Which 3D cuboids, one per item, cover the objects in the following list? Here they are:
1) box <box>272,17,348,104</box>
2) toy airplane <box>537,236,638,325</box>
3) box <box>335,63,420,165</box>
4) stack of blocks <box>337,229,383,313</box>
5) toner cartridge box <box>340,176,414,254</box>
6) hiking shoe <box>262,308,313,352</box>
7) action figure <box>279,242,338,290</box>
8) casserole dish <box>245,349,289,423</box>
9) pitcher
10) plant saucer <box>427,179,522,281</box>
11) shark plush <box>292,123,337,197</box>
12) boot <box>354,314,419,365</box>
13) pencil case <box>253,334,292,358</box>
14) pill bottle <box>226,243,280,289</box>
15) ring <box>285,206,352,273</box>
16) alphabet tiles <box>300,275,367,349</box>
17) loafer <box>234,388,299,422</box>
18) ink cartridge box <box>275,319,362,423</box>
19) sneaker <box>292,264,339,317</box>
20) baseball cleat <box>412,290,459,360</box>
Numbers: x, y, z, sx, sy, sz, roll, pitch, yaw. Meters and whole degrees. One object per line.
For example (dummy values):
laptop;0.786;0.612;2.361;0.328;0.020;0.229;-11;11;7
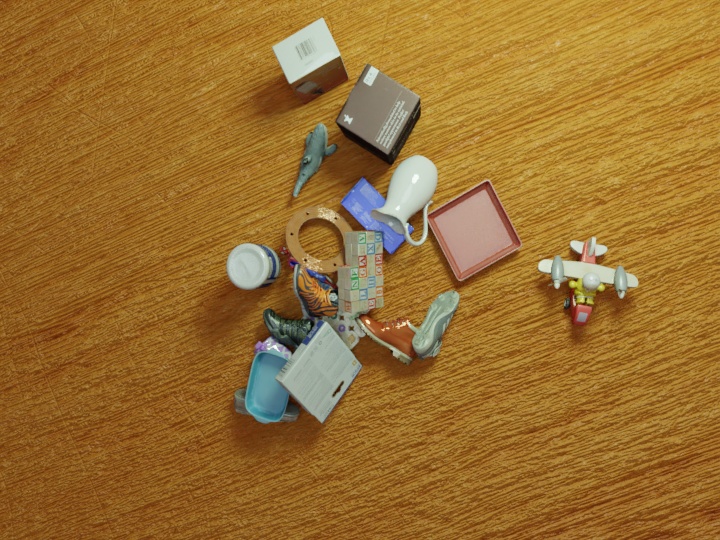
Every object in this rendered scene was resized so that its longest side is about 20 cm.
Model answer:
box;-0.125;-0.542;1.658;0.150;0.200;0.108;-28;87;6
toy airplane;0.586;0.014;1.627;0.198;0.141;0.202;-35;87;6
box;0.051;-0.397;1.644;0.162;0.200;0.168;32;95;4
stack of blocks;0.000;0.000;1.668;0.058;0.113;0.206;9;103;50
toner cartridge box;0.047;-0.149;1.728;0.095;0.043;0.200;-45;87;4
hiking shoe;-0.177;0.159;1.742;0.199;0.076;0.101;41;102;-6
action figure;-0.147;-0.017;1.719;0.197;0.099;0.066;29;93;16
casserole dish;-0.240;0.306;1.693;0.118;0.039;0.206;15;101;10
pitcher;0.139;-0.183;1.672;0.171;0.120;0.203;39;71;-21
plant saucer;0.304;-0.107;1.706;0.197;0.037;0.203;-29;88;5
shark plush;-0.148;-0.303;1.724;0.090;0.083;0.202;37;95;4
boot;0.079;0.159;1.715;0.197;0.075;0.109;33;91;-11
pencil case;-0.208;0.270;1.744;0.200;0.085;0.084;46;108;4
pill bottle;-0.277;-0.010;1.687;0.112;0.200;0.120;0;90;5
ring;-0.108;-0.082;1.707;0.195;0.019;0.205;9;59;-16
alphabet tiles;-0.065;0.116;1.760;0.196;0.015;0.200;-45;87;7
loafer;-0.262;0.389;1.769;0.195;0.072;0.065;16;111;12
ink cartridge box;-0.107;0.271;1.689;0.198;0.043;0.201;-52;129;-20
sneaker;-0.111;0.053;1.674;0.109;0.202;0.079;0;55;12
baseball cleat;0.207;0.150;1.712;0.069;0.107;0.201;27;67;37
